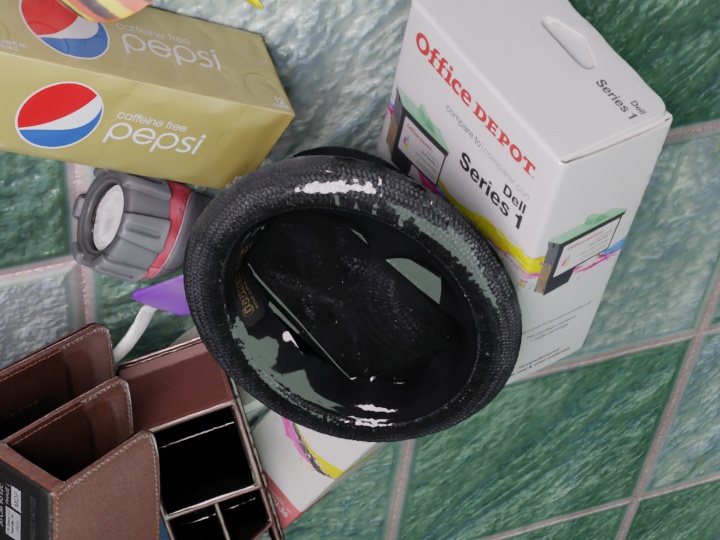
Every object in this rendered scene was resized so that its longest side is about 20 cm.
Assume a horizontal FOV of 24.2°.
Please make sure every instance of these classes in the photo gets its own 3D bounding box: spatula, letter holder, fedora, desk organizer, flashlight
[{"bbox_3d":[-0.149,0.047,1.002,0.199,0.021,0.056,-34,150,22],"label":"spatula"},{"bbox_3d":[-0.160,0.152,0.955,0.142,0.100,0.202,-31,137,-46],"label":"letter holder"},{"bbox_3d":[0.000,0.000,0.943,0.198,0.092,0.202,4,130,5],"label":"fedora"},{"bbox_3d":[-0.091,0.149,1.063,0.071,0.077,0.202,-18,121,-5],"label":"desk organizer"},{"bbox_3d":[-0.075,-0.010,1.012,0.199,0.068,0.068,17,88,-37],"label":"flashlight"}]

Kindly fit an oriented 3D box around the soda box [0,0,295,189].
[{"bbox_3d":[-0.136,-0.098,0.871,0.198,0.068,0.064,8,134,-37],"label":"soda box"}]

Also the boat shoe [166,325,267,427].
[{"bbox_3d":[-0.106,0.087,1.133,0.200,0.071,0.071,-31,154,16],"label":"boat shoe"}]

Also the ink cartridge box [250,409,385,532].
[{"bbox_3d":[0.003,0.083,1.116,0.116,0.068,0.200,-34,170,-44],"label":"ink cartridge box"}]

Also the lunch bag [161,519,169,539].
[{"bbox_3d":[-0.205,0.205,1.182,0.198,0.095,0.151,-4,164,18],"label":"lunch bag"}]

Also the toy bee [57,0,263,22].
[{"bbox_3d":[-0.073,-0.174,0.778,0.130,0.109,0.200,15,129,-39],"label":"toy bee"}]

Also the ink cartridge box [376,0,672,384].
[{"bbox_3d":[0.082,-0.053,0.976,0.083,0.145,0.201,-22,147,-27],"label":"ink cartridge box"}]
